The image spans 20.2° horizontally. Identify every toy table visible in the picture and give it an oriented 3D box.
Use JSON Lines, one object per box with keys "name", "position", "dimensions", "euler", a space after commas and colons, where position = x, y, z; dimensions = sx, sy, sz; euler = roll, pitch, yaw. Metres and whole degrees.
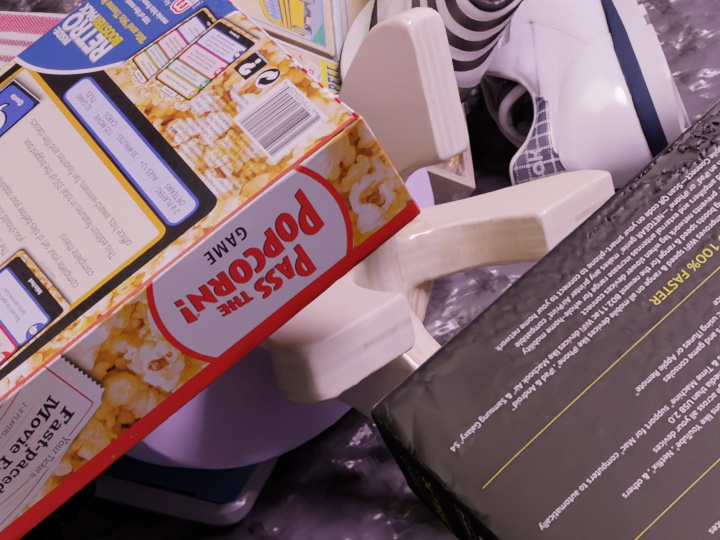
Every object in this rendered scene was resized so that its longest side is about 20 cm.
{"name": "toy table", "position": [0.000, 0.000, 0.729], "dimensions": [0.117, 0.185, 0.200], "euler": [0, 31, 39]}

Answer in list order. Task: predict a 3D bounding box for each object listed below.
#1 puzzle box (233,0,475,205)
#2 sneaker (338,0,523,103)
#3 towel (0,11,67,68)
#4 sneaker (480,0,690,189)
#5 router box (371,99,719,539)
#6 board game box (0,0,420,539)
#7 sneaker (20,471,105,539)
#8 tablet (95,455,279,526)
{"name": "puzzle box", "position": [-0.019, -0.121, 0.900], "dimensions": [0.025, 0.132, 0.201], "euler": [-50, 33, 39]}
{"name": "sneaker", "position": [0.050, -0.154, 0.874], "dimensions": [0.115, 0.075, 0.201], "euler": [-48, 26, 38]}
{"name": "towel", "position": [-0.202, -0.073, 1.018], "dimensions": [0.145, 0.030, 0.200], "euler": [9, 40, 31]}
{"name": "sneaker", "position": [0.086, -0.105, 0.899], "dimensions": [0.080, 0.077, 0.201], "euler": [-24, 35, 10]}
{"name": "router box", "position": [0.124, 0.028, 0.559], "dimensions": [0.200, 0.051, 0.149], "euler": [-41, 53, -10]}
{"name": "board game box", "position": [-0.101, -0.004, 0.639], "dimensions": [0.200, 0.046, 0.152], "euler": [-38, 40, -4]}
{"name": "sneaker", "position": [-0.118, 0.034, 0.774], "dimensions": [0.093, 0.071, 0.200], "euler": [27, 56, 30]}
{"name": "tablet", "position": [-0.065, 0.018, 0.844], "dimensions": [0.129, 0.014, 0.200], "euler": [11, 46, 22]}
